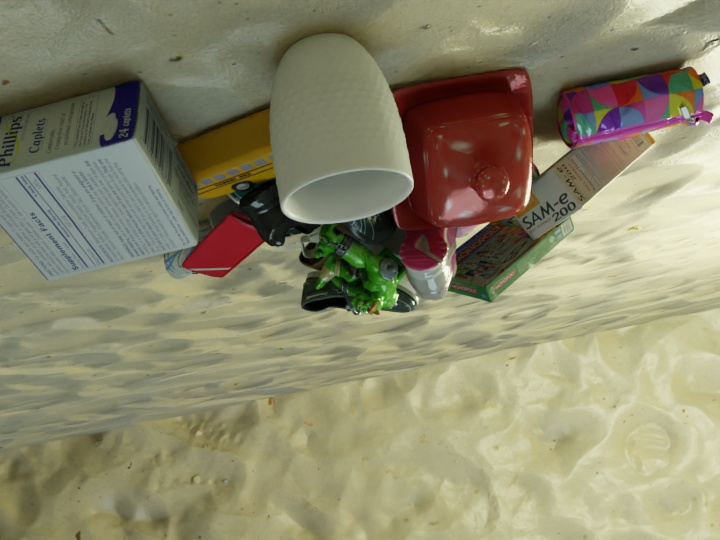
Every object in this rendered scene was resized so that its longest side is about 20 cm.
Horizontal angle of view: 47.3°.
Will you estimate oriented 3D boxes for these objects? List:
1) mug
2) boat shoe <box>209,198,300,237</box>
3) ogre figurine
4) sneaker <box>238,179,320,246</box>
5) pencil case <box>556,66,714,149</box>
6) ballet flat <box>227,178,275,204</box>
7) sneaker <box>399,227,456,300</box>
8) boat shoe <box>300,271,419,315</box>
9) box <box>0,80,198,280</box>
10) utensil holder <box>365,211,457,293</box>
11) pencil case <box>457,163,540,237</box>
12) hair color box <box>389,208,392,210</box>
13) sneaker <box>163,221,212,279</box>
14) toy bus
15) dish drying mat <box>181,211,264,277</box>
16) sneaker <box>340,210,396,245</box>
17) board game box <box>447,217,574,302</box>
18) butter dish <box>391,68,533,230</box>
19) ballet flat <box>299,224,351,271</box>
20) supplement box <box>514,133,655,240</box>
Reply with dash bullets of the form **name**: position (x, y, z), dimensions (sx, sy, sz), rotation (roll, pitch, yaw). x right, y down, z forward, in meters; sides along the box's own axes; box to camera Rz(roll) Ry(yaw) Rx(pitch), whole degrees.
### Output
- **mug**: position (-0.015, -0.157, 0.926), dimensions (0.147, 0.177, 0.199), rotation (-20, 162, 29)
- **boat shoe**: position (-0.136, -0.079, 1.283), dimensions (0.198, 0.074, 0.068), rotation (-15, 151, -20)
- **ogre figurine**: position (0.000, 0.000, 1.184), dimensions (0.119, 0.098, 0.201), rotation (26, 142, 13)
- **sneaker**: position (-0.071, -0.103, 1.133), dimensions (0.199, 0.091, 0.076), rotation (-33, -164, -24)
- **pencil case**: position (0.371, -0.222, 1.124), dimensions (0.198, 0.089, 0.088), rotation (-11, 163, 2)
- **ballet flat**: position (-0.112, -0.114, 1.210), dimensions (0.198, 0.070, 0.069), rotation (-5, 163, -30)
- **sneaker**: position (0.097, -0.031, 1.163), dimensions (0.081, 0.201, 0.089), rotation (0, 126, 15)
- **boat shoe**: position (-0.005, 0.050, 1.307), dimensions (0.198, 0.062, 0.073), rotation (9, 149, 23)
- **box**: position (-0.312, -0.099, 0.956), dimensions (0.198, 0.106, 0.185), rotation (-13, 141, 5)
- **utensil holder**: position (0.053, -0.054, 1.326), dimensions (0.168, 0.171, 0.200), rotation (-6, 160, -15)
- **pencil case**: position (0.202, -0.126, 1.337), dimensions (0.087, 0.088, 0.200), rotation (-2, 162, -27)
- **hair color box**: position (0.126, -0.152, 1.163), dimensions (0.198, 0.100, 0.061), rotation (-8, 165, -10)
- **sneaker**: position (-0.282, -0.017, 1.393), dimensions (0.071, 0.073, 0.200), rotation (-3, 163, -31)
- **toy bus**: position (-0.134, -0.155, 1.051), dimensions (0.198, 0.066, 0.078), rotation (-17, 161, 20)
- **dish drying mat**: position (-0.203, -0.034, 1.248), dimensions (0.076, 0.018, 0.200), rotation (20, 151, -25)
- **sneaker**: position (-0.004, -0.092, 1.078), dimensions (0.079, 0.076, 0.199), rotation (-41, 145, 21)
- **board game box**: position (0.214, -0.028, 1.261), dimensions (0.200, 0.029, 0.134), rotation (-37, -151, -26)
- **butter dish**: position (0.143, -0.131, 1.032), dimensions (0.198, 0.148, 0.201), rotation (-11, 119, -8)
- **ballet flat**: position (-0.054, -0.052, 1.270), dimensions (0.072, 0.068, 0.200), rotation (1, 159, -18)
- **supplement box**: position (0.325, -0.143, 1.214), dimensions (0.200, 0.074, 0.126), rotation (-37, 177, -28)
